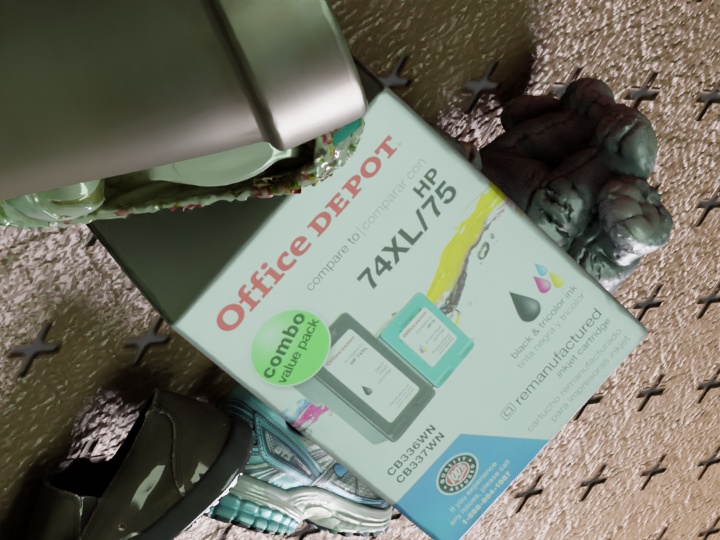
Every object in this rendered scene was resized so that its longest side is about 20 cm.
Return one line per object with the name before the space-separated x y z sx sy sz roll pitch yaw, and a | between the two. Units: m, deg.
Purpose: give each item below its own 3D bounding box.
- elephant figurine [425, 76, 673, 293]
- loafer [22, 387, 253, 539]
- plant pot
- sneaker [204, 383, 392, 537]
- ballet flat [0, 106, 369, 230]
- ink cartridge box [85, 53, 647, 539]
elephant figurine | 0.054 -0.027 1.408 0.200 0.155 0.141 -16 -177 -28
loafer | -0.146 0.133 1.389 0.200 0.071 0.073 -45 -165 10
plant pot | -0.117 -0.113 1.007 0.173 0.200 0.200 -26 149 -2
sneaker | -0.026 0.102 1.489 0.200 0.078 0.086 7 101 -67
ballet flat | -0.096 -0.054 1.110 0.064 0.200 0.076 -73 150 -66
ink cartridge box | 0.000 0.000 1.243 0.147 0.146 0.200 -48 122 3
